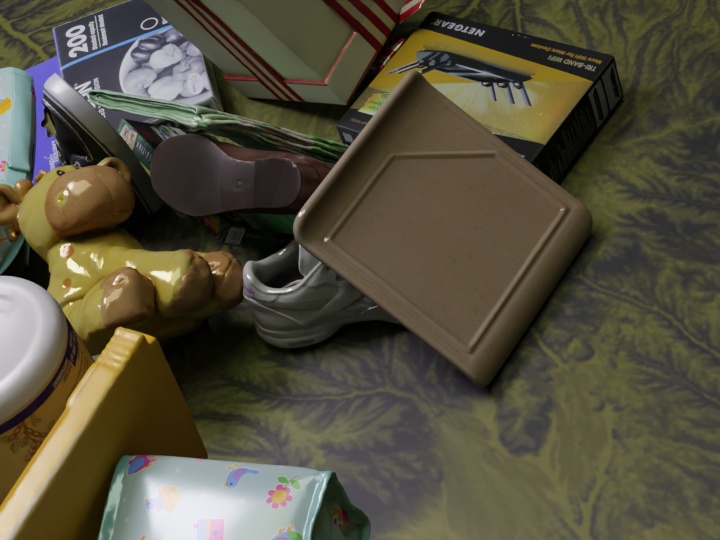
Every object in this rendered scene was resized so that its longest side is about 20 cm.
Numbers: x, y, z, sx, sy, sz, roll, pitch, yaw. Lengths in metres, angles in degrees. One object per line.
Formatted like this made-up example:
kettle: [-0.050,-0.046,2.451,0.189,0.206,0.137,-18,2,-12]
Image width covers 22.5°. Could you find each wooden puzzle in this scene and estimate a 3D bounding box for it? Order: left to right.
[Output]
wooden puzzle: [0.066,-0.033,1.429,0.185,0.200,0.037,-53,7,-27]

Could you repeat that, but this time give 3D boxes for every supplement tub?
supplement tub: [-0.254,0.117,1.361,0.145,0.200,0.146,-12,45,13]

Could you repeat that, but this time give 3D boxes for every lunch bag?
lunch bag: [-0.354,-0.069,1.616,0.200,0.122,0.171,-37,37,27]
lunch bag: [-0.101,0.239,1.255,0.170,0.122,0.200,3,61,21]

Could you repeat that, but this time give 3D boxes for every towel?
towel: [-0.112,-0.119,1.553,0.152,0.200,0.023,15,93,44]

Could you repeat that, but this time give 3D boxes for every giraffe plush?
giraffe plush: [-0.215,-0.018,1.486,0.200,0.172,0.163,-24,80,30]

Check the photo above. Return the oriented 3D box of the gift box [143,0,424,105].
gift box: [-0.052,-0.267,1.644,0.184,0.187,0.200,18,71,52]

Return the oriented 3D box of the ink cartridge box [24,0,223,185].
ink cartridge box: [-0.243,-0.182,1.769,0.200,0.043,0.198,-22,45,4]

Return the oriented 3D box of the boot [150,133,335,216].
boot: [-0.049,-0.067,1.510,0.186,0.200,0.064,14,97,39]

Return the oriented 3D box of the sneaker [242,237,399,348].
sneaker: [0.000,0.000,1.458,0.199,0.100,0.075,-19,48,4]

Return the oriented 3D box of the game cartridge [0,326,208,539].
game cartridge: [-0.187,0.162,1.309,0.032,0.177,0.200,14,55,23]

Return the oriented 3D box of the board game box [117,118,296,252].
board game box: [-0.126,-0.073,1.585,0.200,0.105,0.024,44,114,44]

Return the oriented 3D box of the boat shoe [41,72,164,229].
boat shoe: [-0.231,-0.095,1.575,0.057,0.200,0.069,-44,57,-8]

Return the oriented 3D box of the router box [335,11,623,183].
router box: [0.103,-0.139,1.579,0.200,0.052,0.157,19,58,35]
